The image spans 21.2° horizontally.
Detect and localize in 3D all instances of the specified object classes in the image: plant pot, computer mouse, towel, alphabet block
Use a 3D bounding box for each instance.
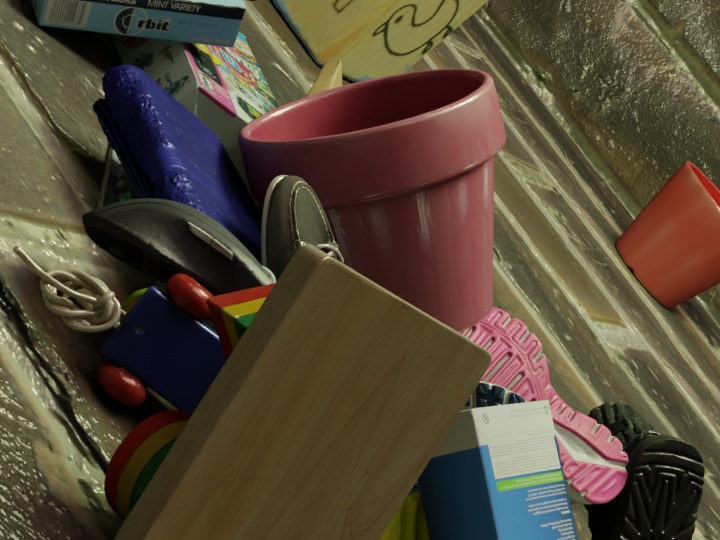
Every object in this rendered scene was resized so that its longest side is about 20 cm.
[{"bbox_3d":[0.021,-0.043,1.475,0.200,0.200,0.179,-75,154,-73],"label":"plant pot"},{"bbox_3d":[0.523,-0.046,3.111,0.200,0.177,0.200,46,15,-16],"label":"plant pot"},{"bbox_3d":[-0.080,0.008,1.238,0.200,0.046,0.140,27,-13,4],"label":"computer mouse"},{"bbox_3d":[-0.119,-0.046,1.388,0.148,0.050,0.200,42,16,-49],"label":"towel"},{"bbox_3d":[0.010,-0.364,2.346,0.196,0.200,0.195,55,16,18],"label":"alphabet block"}]

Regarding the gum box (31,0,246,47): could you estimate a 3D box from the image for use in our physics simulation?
[{"bbox_3d":[-0.205,-0.268,1.632,0.170,0.045,0.200,3,38,-26],"label":"gum box"}]

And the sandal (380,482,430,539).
[{"bbox_3d":[0.050,0.186,1.375,0.087,0.080,0.200,14,0,36],"label":"sandal"}]

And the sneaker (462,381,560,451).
[{"bbox_3d":[0.058,0.106,1.469,0.200,0.077,0.085,23,2,-2],"label":"sneaker"}]

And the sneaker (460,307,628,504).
[{"bbox_3d":[0.118,0.116,1.533,0.081,0.088,0.200,-33,82,-36],"label":"sneaker"}]

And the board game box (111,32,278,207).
[{"bbox_3d":[-0.140,-0.166,1.684,0.148,0.064,0.200,37,19,-43],"label":"board game box"}]

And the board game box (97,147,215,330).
[{"bbox_3d":[-0.113,-0.017,1.462,0.200,0.026,0.200,45,15,-19],"label":"board game box"}]

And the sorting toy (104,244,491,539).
[{"bbox_3d":[-0.045,0.090,1.089,0.070,0.200,0.199,34,1,35],"label":"sorting toy"}]

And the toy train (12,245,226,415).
[{"bbox_3d":[-0.133,0.033,1.202,0.200,0.085,0.116,38,1,-14],"label":"toy train"}]

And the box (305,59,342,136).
[{"bbox_3d":[-0.034,-0.084,1.663,0.200,0.021,0.164,-72,165,-73],"label":"box"}]

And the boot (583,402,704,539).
[{"bbox_3d":[0.210,0.219,1.586,0.079,0.211,0.158,20,0,-15],"label":"boot"}]

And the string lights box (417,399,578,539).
[{"bbox_3d":[0.101,0.193,1.303,0.103,0.059,0.200,0,76,-54],"label":"string lights box"}]

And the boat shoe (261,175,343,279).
[{"bbox_3d":[-0.027,0.032,1.329,0.067,0.057,0.200,2,84,-59],"label":"boat shoe"}]
